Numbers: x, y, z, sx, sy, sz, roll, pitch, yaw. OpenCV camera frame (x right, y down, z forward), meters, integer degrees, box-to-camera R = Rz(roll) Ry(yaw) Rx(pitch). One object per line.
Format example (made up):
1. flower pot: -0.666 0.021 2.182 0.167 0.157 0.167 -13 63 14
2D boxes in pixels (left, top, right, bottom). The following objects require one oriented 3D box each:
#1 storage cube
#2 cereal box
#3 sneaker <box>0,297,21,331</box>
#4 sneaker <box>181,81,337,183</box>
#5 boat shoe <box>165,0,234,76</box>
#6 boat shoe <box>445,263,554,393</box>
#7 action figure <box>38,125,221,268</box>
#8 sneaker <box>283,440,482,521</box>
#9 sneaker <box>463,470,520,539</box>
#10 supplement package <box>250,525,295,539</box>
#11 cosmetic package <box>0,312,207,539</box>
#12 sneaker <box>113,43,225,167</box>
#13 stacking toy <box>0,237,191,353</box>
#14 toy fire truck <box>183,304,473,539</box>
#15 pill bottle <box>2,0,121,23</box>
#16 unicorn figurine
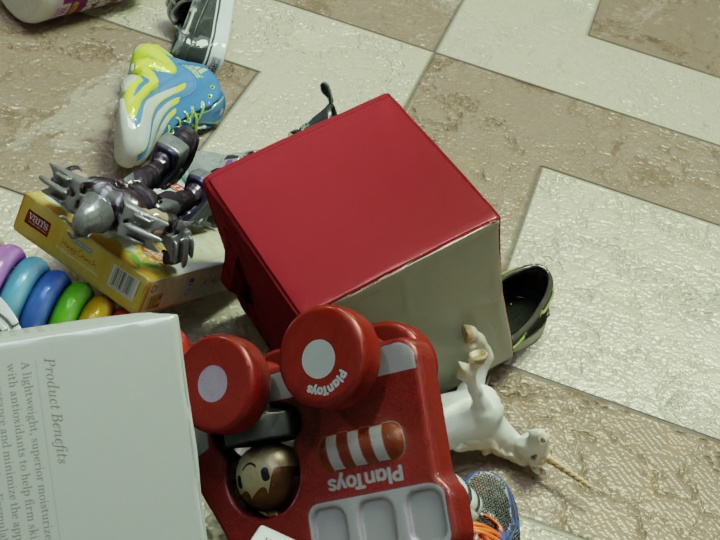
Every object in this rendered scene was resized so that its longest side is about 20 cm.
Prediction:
1. storage cube: 0.000 0.000 1.073 0.199 0.171 0.180 -27 49 -14
2. cereal box: -0.178 -0.028 1.146 0.144 0.040 0.200 33 21 21
3. sneaker: -0.249 0.111 0.979 0.076 0.081 0.201 -20 69 -19
4. sneaker: -0.065 -0.114 1.245 0.199 0.140 0.078 18 21 0
5. boat shoe: -0.184 -0.292 1.487 0.068 0.074 0.200 18 46 -19
6. boat shoe: 0.103 0.055 1.162 0.072 0.061 0.201 33 42 21
7. action figure: -0.175 -0.054 1.069 0.130 0.070 0.200 37 27 10
8. sneaker: -0.015 0.183 0.940 0.200 0.075 0.116 3 58 49
9. sneaker: 0.080 0.214 0.947 0.075 0.079 0.200 17 39 3
10. supplement package: -0.060 0.277 0.797 0.116 0.118 0.200 21 39 11
11. cosmetic package: -0.211 0.120 0.839 0.199 0.166 0.165 -7 1 -16
12. sneaker: -0.187 -0.166 1.330 0.104 0.076 0.200 9 38 -8
13. stacking toy: -0.231 0.044 1.069 0.199 0.086 0.085 23 39 1
14. toy fire truck: -0.030 0.122 0.886 0.112 0.199 0.169 19 59 -60
15. pill bottle: -0.303 -0.352 1.492 0.200 0.113 0.112 -26 53 -39
16. unicorn figurine: 0.076 0.117 1.044 0.199 0.138 0.074 -10 38 -2
